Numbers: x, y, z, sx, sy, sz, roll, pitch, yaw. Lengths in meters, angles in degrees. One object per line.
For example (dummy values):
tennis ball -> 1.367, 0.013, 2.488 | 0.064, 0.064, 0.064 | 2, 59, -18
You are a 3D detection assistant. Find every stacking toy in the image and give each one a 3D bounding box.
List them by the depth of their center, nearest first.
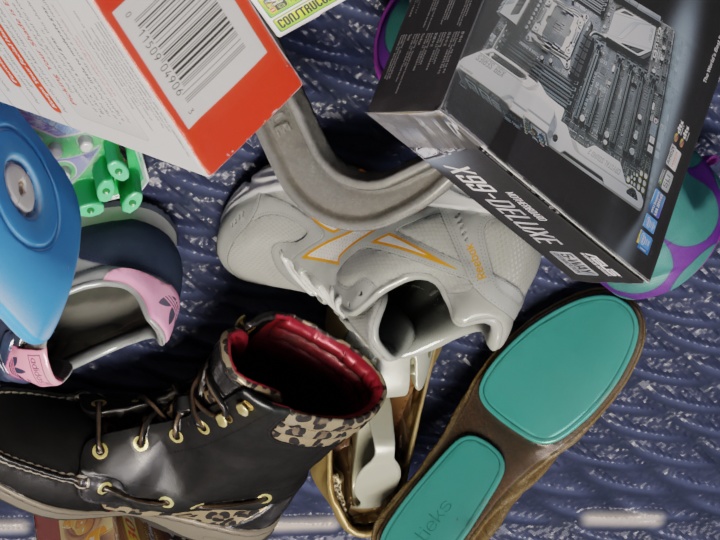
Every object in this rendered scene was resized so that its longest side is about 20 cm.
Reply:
stacking toy -> -0.243, -0.010, 1.320 | 0.200, 0.116, 0.110 | -18, 133, 22

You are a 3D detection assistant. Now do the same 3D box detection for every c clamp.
c clamp -> 0.005, -0.123, 1.280 | 0.171, 0.027, 0.200 | -18, 96, 22

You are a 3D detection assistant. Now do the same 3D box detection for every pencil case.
pencil case -> 0.097, -0.070, 1.371 | 0.085, 0.093, 0.200 | 5, 152, 47

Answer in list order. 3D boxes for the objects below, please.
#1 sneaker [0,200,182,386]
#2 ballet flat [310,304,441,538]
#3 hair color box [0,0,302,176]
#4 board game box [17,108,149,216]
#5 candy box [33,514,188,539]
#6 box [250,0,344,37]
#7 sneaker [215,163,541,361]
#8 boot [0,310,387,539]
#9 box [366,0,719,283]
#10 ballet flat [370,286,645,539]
sneaker -> -0.184, 0.029, 1.400 | 0.200, 0.082, 0.070 | -21, 132, 7
ballet flat -> 0.014, 0.062, 1.484 | 0.069, 0.063, 0.200 | -3, 131, -10
hair color box -> -0.124, -0.117, 1.174 | 0.064, 0.200, 0.111 | -46, 126, -19
board game box -> -0.217, -0.085, 1.330 | 0.200, 0.026, 0.200 | -13, 132, -1
candy box -> -0.102, 0.204, 1.549 | 0.055, 0.116, 0.200 | -29, 130, 13
box -> -0.011, -0.191, 1.163 | 0.110, 0.200, 0.035 | -28, 131, 12
sneaker -> 0.000, 0.000, 1.363 | 0.200, 0.092, 0.076 | -3, 147, 40
boot -> -0.098, 0.075, 1.440 | 0.200, 0.073, 0.151 | 20, 140, -25
box -> 0.100, -0.118, 1.262 | 0.050, 0.200, 0.158 | 1, 152, 46
ballet flat -> 0.080, 0.093, 1.511 | 0.200, 0.068, 0.072 | -53, 170, -4
